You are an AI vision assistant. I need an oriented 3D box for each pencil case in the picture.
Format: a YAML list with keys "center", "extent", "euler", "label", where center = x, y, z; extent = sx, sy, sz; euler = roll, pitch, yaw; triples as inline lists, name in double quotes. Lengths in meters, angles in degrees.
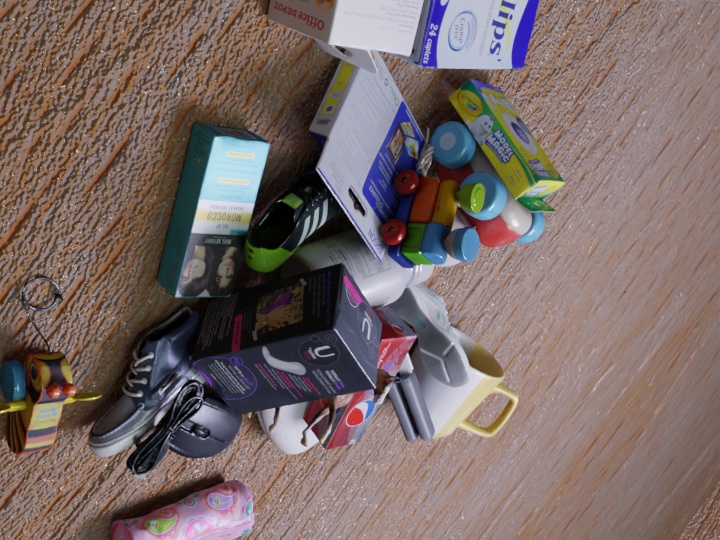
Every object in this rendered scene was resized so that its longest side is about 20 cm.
- center: [-0.245, 0.359, 1.212]
  extent: [0.199, 0.087, 0.088]
  euler: [-12, 122, -39]
  label: "pencil case"

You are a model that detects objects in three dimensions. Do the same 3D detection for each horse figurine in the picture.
- center: [-0.065, 0.157, 1.117]
  extent: [0.133, 0.199, 0.050]
  euler: [-53, 132, -30]
  label: "horse figurine"

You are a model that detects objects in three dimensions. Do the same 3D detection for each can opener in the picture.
- center: [0.068, 0.168, 1.343]
  extent: [0.066, 0.052, 0.202]
  euler: [-40, 115, -58]
  label: "can opener"

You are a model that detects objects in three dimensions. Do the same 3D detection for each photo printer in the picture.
- center: [-0.063, 0.165, 1.270]
  extent: [0.199, 0.069, 0.168]
  euler: [-31, 132, -25]
  label: "photo printer"

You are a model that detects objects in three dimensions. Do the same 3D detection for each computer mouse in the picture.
- center: [-0.205, 0.209, 1.123]
  extent: [0.139, 0.053, 0.200]
  euler: [-53, 163, 3]
  label: "computer mouse"

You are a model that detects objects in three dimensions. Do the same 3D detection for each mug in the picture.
- center: [0.145, 0.198, 1.413]
  extent: [0.154, 0.186, 0.149]
  euler: [-58, 160, 15]
  label: "mug"

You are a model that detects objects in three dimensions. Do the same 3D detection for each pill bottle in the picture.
- center: [0.000, 0.000, 1.194]
  extent: [0.199, 0.114, 0.115]
  euler: [-19, 127, -33]
  label: "pill bottle"

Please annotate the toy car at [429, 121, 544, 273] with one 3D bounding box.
- center: [0.131, -0.084, 1.266]
  extent: [0.199, 0.178, 0.184]
  euler: [-36, 154, 20]
  label: "toy car"

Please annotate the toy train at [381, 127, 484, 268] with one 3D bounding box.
- center: [0.110, -0.101, 1.133]
  extent: [0.085, 0.115, 0.202]
  euler: [38, 63, -51]
  label: "toy train"

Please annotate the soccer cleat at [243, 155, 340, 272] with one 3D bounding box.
- center: [-0.072, -0.081, 1.088]
  extent: [0.201, 0.067, 0.081]
  euler: [-52, 170, -21]
  label: "soccer cleat"

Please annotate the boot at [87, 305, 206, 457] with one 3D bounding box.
- center: [-0.266, 0.132, 1.073]
  extent: [0.200, 0.072, 0.091]
  euler: [-42, 130, -27]
  label: "boot"

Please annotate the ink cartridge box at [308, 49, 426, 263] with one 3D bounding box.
- center: [0.006, -0.148, 1.109]
  extent: [0.198, 0.047, 0.201]
  euler: [54, 52, -47]
  label: "ink cartridge box"

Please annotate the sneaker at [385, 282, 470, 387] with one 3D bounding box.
- center: [0.111, 0.080, 1.311]
  extent: [0.070, 0.201, 0.080]
  euler: [-31, -178, 36]
  label: "sneaker"

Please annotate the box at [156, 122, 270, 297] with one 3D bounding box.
- center: [-0.176, -0.068, 1.038]
  extent: [0.082, 0.049, 0.202]
  euler: [0, 114, -42]
  label: "box"

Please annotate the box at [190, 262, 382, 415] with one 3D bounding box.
- center: [-0.088, 0.087, 1.069]
  extent: [0.107, 0.198, 0.123]
  euler: [-82, 150, -43]
  label: "box"

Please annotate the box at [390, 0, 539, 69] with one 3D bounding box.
- center: [0.129, -0.359, 1.101]
  extent: [0.199, 0.105, 0.186]
  euler: [-11, 122, -39]
  label: "box"

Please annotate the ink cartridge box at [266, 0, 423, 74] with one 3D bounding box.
- center: [-0.009, -0.333, 0.971]
  extent: [0.124, 0.128, 0.202]
  euler: [-4, 117, -40]
  label: "ink cartridge box"

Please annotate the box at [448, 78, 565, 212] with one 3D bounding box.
- center: [0.211, -0.169, 1.210]
  extent: [0.048, 0.201, 0.117]
  euler: [-36, 166, 27]
  label: "box"

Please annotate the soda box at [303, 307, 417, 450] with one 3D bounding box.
- center: [-0.004, 0.148, 1.187]
  extent: [0.070, 0.063, 0.201]
  euler: [-2, 127, -43]
  label: "soda box"

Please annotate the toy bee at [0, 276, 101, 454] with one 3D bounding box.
- center: [-0.354, 0.130, 0.953]
  extent: [0.130, 0.108, 0.202]
  euler: [-24, 129, -28]
  label: "toy bee"
